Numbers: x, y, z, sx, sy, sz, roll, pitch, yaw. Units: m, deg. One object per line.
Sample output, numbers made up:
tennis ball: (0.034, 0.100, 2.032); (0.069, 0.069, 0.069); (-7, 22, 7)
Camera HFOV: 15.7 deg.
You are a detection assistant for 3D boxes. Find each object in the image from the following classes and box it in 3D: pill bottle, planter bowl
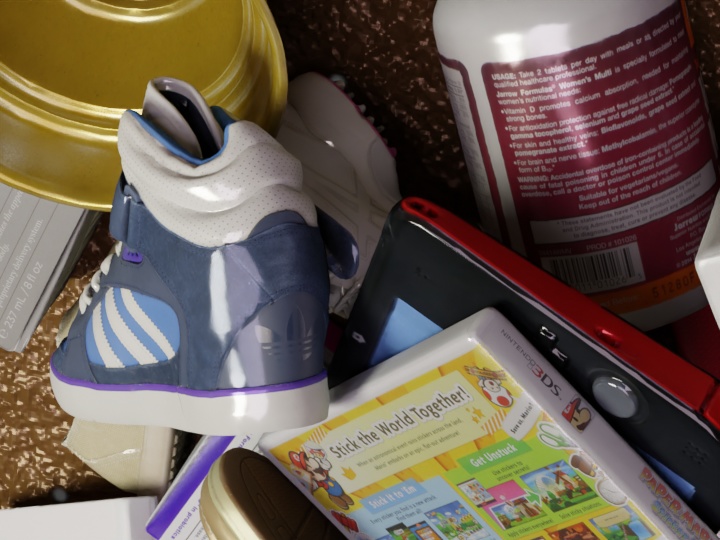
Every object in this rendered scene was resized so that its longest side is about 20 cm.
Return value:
pill bottle: (0.093, -0.080, 1.127); (0.109, 0.110, 0.201); (-8, 111, 18)
planter bowl: (-0.116, -0.125, 1.119); (0.199, 0.084, 0.201); (11, 138, 10)

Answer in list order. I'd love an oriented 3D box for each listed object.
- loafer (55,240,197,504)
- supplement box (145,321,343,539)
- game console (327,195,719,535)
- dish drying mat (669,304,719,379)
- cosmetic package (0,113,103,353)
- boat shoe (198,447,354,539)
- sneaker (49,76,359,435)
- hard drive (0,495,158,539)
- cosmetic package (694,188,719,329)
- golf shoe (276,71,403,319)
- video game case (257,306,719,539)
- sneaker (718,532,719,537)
loafer: (-0.109, 0.022, 1.245); (0.068, 0.076, 0.201); (10, 116, 5)
supplement box: (0.014, 0.125, 1.242); (0.199, 0.101, 0.104); (35, 118, -1)
game console: (0.067, 0.068, 1.082); (0.176, 0.031, 0.200); (31, 148, 6)
dish drying mat: (0.198, 0.086, 1.198); (0.076, 0.018, 0.201); (-25, 109, -19)
cosmetic package: (-0.215, -0.065, 1.231); (0.199, 0.090, 0.107); (28, 120, -1)
boat shoe: (-0.017, 0.170, 1.172); (0.062, 0.073, 0.201); (-30, 104, 23)
sneaker: (-0.079, -0.011, 1.120); (0.200, 0.080, 0.148); (5, 103, 59)
hard drive: (-0.137, 0.216, 1.285); (0.131, 0.026, 0.202); (-11, 81, 51)
cosmetic package: (0.252, 0.005, 1.069); (0.164, 0.200, 0.166); (-19, 107, 22)
golf shoe: (0.000, 0.000, 1.153); (0.200, 0.091, 0.076); (48, 154, 32)
video game case: (0.064, 0.109, 1.094); (0.182, 0.023, 0.200); (46, 150, -8)
sneaker: (0.161, 0.184, 1.229); (0.074, 0.100, 0.201); (3, 112, 16)
